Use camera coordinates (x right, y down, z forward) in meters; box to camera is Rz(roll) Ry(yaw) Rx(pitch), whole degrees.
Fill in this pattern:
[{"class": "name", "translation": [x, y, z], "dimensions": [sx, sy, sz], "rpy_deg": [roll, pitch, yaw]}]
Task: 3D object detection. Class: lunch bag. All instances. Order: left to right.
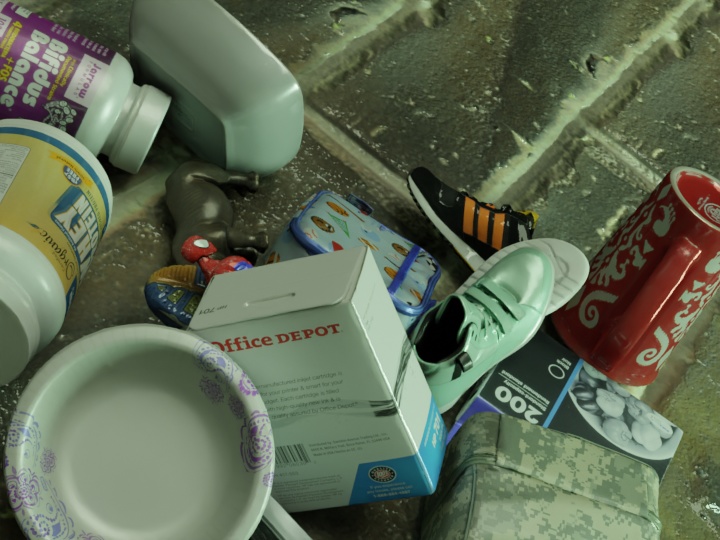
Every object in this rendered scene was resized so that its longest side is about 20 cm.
[{"class": "lunch bag", "translation": [0.000, 0.000, 1.521], "dimensions": [0.160, 0.076, 0.200], "rpy_deg": [32, 19, 1]}, {"class": "lunch bag", "translation": [0.146, 0.235, 1.365], "dimensions": [0.200, 0.139, 0.168], "rpy_deg": [22, 40, -12]}]

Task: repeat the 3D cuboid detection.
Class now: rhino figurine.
[{"class": "rhino figurine", "translation": [-0.134, -0.025, 1.506], "dimensions": [0.087, 0.060, 0.200], "rpy_deg": [5, 49, -20]}]

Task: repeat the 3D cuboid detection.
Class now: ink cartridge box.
[{"class": "ink cartridge box", "translation": [-0.031, 0.092, 1.312], "dimensions": [0.086, 0.146, 0.200], "rpy_deg": [-68, 142, -54]}, {"class": "ink cartridge box", "translation": [0.195, 0.163, 1.548], "dimensions": [0.198, 0.043, 0.200], "rpy_deg": [36, 41, 3]}]

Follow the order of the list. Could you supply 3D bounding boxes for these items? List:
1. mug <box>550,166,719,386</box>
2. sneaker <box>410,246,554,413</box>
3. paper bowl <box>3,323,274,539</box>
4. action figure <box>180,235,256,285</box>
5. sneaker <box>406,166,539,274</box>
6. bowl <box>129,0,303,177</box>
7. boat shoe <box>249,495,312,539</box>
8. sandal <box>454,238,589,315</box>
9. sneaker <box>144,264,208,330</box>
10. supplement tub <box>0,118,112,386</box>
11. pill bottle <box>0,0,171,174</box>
[{"class": "mug", "translation": [0.305, 0.016, 1.629], "dimensions": [0.133, 0.200, 0.178], "rpy_deg": [21, 34, -21]}, {"class": "sneaker", "translation": [0.117, 0.038, 1.498], "dimensions": [0.074, 0.118, 0.200], "rpy_deg": [35, 69, 17]}, {"class": "paper bowl", "translation": [-0.166, 0.144, 1.235], "dimensions": [0.200, 0.104, 0.201], "rpy_deg": [0, 83, -4]}, {"class": "action figure", "translation": [-0.061, 0.025, 1.365], "dimensions": [0.200, 0.065, 0.052], "rpy_deg": [26, 84, -8]}, {"class": "sneaker", "translation": [0.134, -0.044, 1.664], "dimensions": [0.200, 0.090, 0.070], "rpy_deg": [50, 4, 13]}, {"class": "bowl", "translation": [-0.150, -0.176, 1.566], "dimensions": [0.200, 0.200, 0.075], "rpy_deg": [41, 72, 10]}, {"class": "boat shoe", "translation": [-0.077, 0.217, 1.294], "dimensions": [0.057, 0.069, 0.200], "rpy_deg": [-42, 60, -10]}, {"class": "sandal", "translation": [0.134, 0.035, 1.593], "dimensions": [0.202, 0.050, 0.082], "rpy_deg": [-32, 69, -16]}, {"class": "sneaker", "translation": [-0.103, 0.066, 1.412], "dimensions": [0.200, 0.088, 0.075], "rpy_deg": [25, 45, -12]}, {"class": "supplement tub", "translation": [-0.296, -0.015, 1.321], "dimensions": [0.144, 0.145, 0.200], "rpy_deg": [25, 40, -9]}, {"class": "pill bottle", "translation": [-0.283, -0.169, 1.512], "dimensions": [0.200, 0.112, 0.112], "rpy_deg": [24, 40, -9]}]
